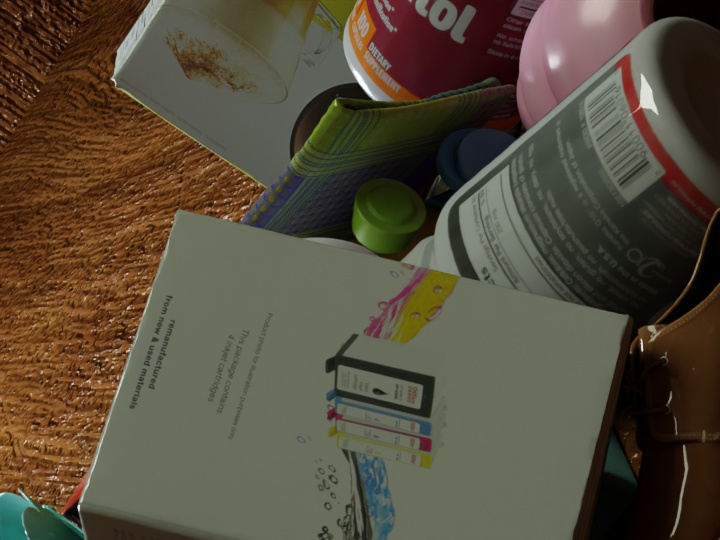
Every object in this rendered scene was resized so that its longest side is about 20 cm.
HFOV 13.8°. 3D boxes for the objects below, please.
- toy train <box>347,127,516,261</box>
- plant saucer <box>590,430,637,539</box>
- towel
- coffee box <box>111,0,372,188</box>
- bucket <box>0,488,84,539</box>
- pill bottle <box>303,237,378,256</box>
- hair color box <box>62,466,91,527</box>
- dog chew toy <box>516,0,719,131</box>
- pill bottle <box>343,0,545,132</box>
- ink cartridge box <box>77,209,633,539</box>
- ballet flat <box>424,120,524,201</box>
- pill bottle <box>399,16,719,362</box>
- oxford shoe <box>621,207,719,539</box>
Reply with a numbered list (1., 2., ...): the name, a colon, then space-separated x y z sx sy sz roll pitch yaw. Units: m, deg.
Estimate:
1. toy train: 0.000 0.000 1.543 0.199 0.085 0.116 -23 -29 -30
2. plant saucer: 0.090 0.089 1.423 0.070 0.019 0.200 -52 15 12
3. towel: -0.019 -0.035 1.575 0.143 0.023 0.200 -14 -24 -46
4. coffee box: -0.024 -0.151 1.871 0.198 0.199 0.200 -55 8 5
5. bucket: -0.200 0.249 1.758 0.207 0.134 0.208 -51 17 22
6. pill bottle: -0.010 0.093 1.434 0.120 0.119 0.201 -48 43 28
7. hair color box: -0.105 0.131 1.709 0.061 0.101 0.200 -57 4 -18
8. dog chew toy: 0.136 -0.103 1.494 0.125 0.124 0.200 -61 7 -17
9. pill bottle: 0.078 -0.173 1.587 0.113 0.112 0.200 -76 13 -51
10. ink cartridge box: 0.001 0.089 1.250 0.148 0.199 0.145 91 -166 -61
11. ballet flat: 0.061 -0.038 1.733 0.068 0.046 0.201 108 -172 -51
12. pill bottle: 0.107 -0.016 1.378 0.200 0.114 0.114 -41 21 34
13. oxford shoe: 0.135 0.063 1.241 0.071 0.071 0.201 -26 36 58
